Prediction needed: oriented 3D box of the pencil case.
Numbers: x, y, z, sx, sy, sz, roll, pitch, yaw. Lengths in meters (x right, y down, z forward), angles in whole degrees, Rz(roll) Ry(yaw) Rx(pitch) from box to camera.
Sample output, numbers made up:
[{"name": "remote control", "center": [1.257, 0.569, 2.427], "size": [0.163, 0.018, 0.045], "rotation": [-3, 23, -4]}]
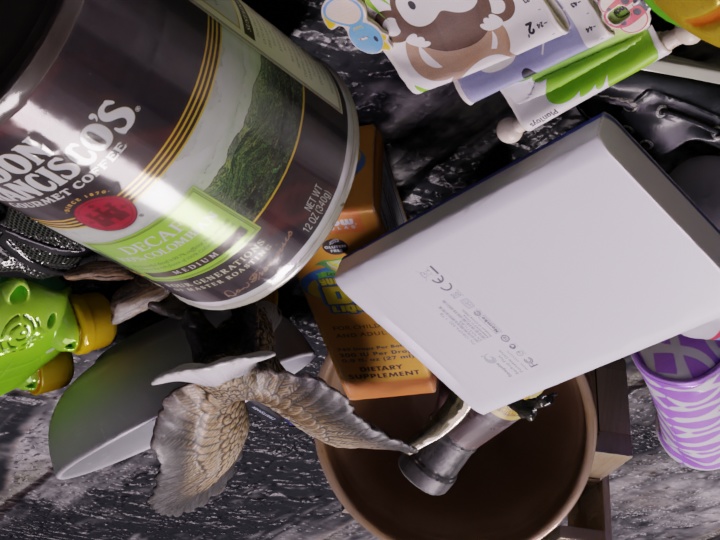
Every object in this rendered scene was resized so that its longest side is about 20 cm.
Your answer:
[{"name": "pencil case", "center": [0.241, 0.080, 1.152], "size": [0.085, 0.084, 0.200], "rotation": [28, 164, 28]}]

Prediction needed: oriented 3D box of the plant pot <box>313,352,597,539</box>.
[{"name": "plant pot", "center": [0.070, 0.097, 1.124], "size": [0.198, 0.203, 0.093], "rotation": [-5, -167, 11]}]

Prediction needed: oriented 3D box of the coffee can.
[{"name": "coffee can", "center": [-0.115, -0.084, 0.752], "size": [0.145, 0.148, 0.199], "rotation": [-18, 149, 32]}]

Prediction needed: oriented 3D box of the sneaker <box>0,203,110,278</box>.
[{"name": "sneaker", "center": [-0.195, -0.047, 0.903], "size": [0.113, 0.077, 0.200], "rotation": [-9, 158, 4]}]

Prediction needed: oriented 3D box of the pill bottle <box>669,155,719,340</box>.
[{"name": "pill bottle", "center": [0.240, -0.012, 0.934], "size": [0.197, 0.110, 0.109], "rotation": [3, 153, -4]}]

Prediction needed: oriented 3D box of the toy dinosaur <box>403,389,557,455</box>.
[{"name": "toy dinosaur", "center": [0.090, 0.041, 0.972], "size": [0.088, 0.202, 0.047], "rotation": [28, -159, 30]}]

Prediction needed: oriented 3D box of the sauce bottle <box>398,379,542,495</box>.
[{"name": "sauce bottle", "center": [0.094, 0.062, 1.031], "size": [0.066, 0.066, 0.201], "rotation": [18, 116, -31]}]

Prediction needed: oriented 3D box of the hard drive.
[{"name": "hard drive", "center": [0.097, 0.004, 0.862], "size": [0.132, 0.026, 0.199], "rotation": [42, 135, -21]}]

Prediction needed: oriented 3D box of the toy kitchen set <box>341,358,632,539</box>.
[{"name": "toy kitchen set", "center": [0.097, 0.173, 1.241], "size": [0.178, 0.165, 0.200], "rotation": [8, 152, -15]}]

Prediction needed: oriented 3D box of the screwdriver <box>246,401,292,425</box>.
[{"name": "screwdriver", "center": [-0.046, 0.131, 1.305], "size": [0.029, 0.028, 0.200], "rotation": [-37, 140, 7]}]

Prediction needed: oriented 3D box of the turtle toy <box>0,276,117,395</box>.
[{"name": "turtle toy", "center": [-0.261, 0.040, 1.044], "size": [0.145, 0.102, 0.200], "rotation": [-14, 165, -38]}]

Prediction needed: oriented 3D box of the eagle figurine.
[{"name": "eagle figurine", "center": [-0.064, 0.069, 0.942], "size": [0.151, 0.151, 0.202], "rotation": [14, 133, 46]}]

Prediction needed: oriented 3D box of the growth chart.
[{"name": "growth chart", "center": [0.042, -0.136, 0.734], "size": [0.199, 0.018, 0.144], "rotation": [36, 137, -21]}]

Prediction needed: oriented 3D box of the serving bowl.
[{"name": "serving bowl", "center": [-0.134, 0.075, 1.107], "size": [0.199, 0.066, 0.200], "rotation": [-27, 173, -4]}]

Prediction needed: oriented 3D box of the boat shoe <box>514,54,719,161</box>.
[{"name": "boat shoe", "center": [0.155, -0.081, 0.822], "size": [0.197, 0.067, 0.074], "rotation": [5, -167, -22]}]

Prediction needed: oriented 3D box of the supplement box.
[{"name": "supplement box", "center": [0.000, 0.000, 0.976], "size": [0.066, 0.069, 0.201], "rotation": [-6, 141, 12]}]

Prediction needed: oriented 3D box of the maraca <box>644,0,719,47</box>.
[{"name": "maraca", "center": [0.210, -0.151, 0.662], "size": [0.197, 0.108, 0.138], "rotation": [-7, 146, 4]}]
